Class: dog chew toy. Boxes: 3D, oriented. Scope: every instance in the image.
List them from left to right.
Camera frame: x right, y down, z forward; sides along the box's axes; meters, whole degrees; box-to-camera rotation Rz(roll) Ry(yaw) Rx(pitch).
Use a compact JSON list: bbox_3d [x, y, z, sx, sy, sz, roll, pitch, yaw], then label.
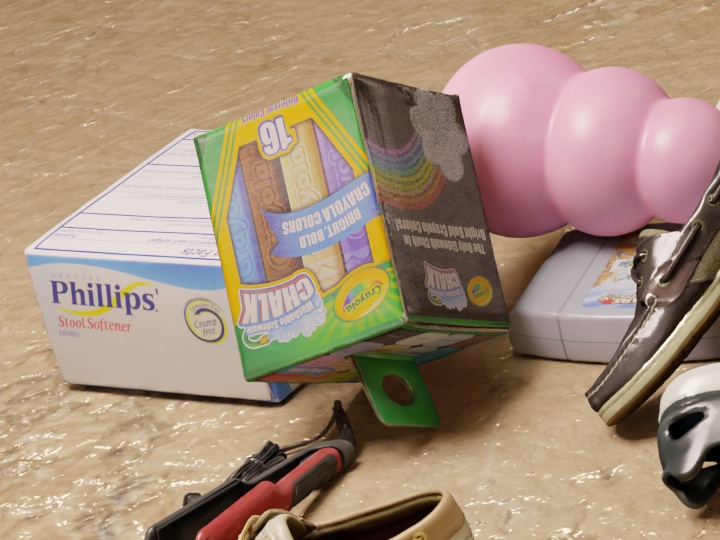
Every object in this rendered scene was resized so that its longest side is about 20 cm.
[{"bbox_3d":[0.146,-0.076,1.798,0.200,0.125,0.125,9,31,27],"label":"dog chew toy"}]

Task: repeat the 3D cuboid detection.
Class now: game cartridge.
[{"bbox_3d":[0.197,0.012,1.755,0.200,0.042,0.133,-3,22,25],"label":"game cartridge"}]

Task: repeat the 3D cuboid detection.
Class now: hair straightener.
[{"bbox_3d":[-0.068,0.123,1.643,0.077,0.041,0.200,1,25,31],"label":"hair straightener"}]

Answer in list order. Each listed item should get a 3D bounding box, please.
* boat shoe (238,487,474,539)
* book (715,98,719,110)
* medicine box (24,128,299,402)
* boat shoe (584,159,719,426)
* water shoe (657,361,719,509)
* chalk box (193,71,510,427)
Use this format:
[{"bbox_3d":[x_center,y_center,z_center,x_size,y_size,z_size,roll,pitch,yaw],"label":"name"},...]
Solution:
[{"bbox_3d":[-0.036,0.159,1.516,0.199,0.067,0.074,-14,23,2],"label":"boat shoe"},{"bbox_3d":[0.293,-0.085,1.913,0.133,0.048,0.200,-8,25,24],"label":"book"},{"bbox_3d":[-0.084,-0.008,1.876,0.182,0.103,0.200,3,29,35],"label":"medicine box"},{"bbox_3d":[0.187,-0.001,1.647,0.200,0.065,0.073,-52,-7,-6],"label":"boat shoe"},{"bbox_3d":[0.259,0.092,1.522,0.199,0.072,0.079,-5,52,17],"label":"water shoe"},{"bbox_3d":[0.000,0.000,1.706,0.124,0.201,0.124,-19,-14,32],"label":"chalk box"}]
